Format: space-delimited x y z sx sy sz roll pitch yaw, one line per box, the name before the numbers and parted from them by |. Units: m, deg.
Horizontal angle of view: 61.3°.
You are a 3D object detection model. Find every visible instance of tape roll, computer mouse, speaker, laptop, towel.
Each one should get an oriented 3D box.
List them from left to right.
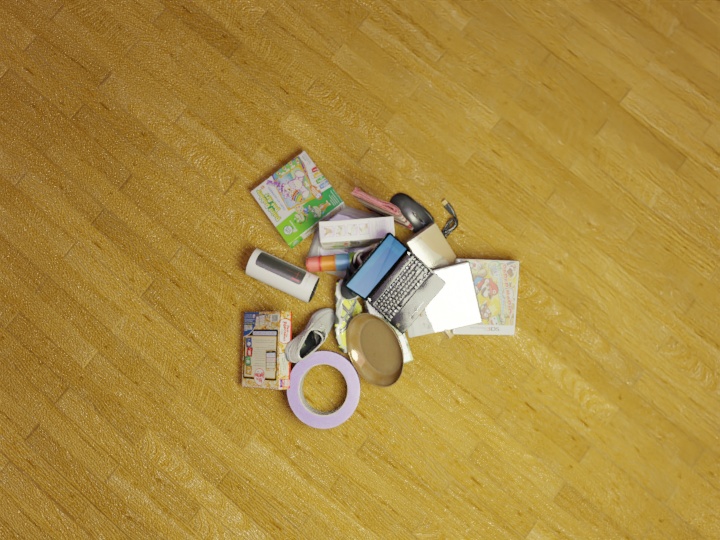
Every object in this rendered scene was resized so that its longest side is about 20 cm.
speaker | -0.214 0.015 1.683 0.197 0.081 0.082 25 84 3
tape roll | -0.097 0.320 1.646 0.195 0.085 0.205 0 83 1
towel | 0.065 -0.161 1.623 0.142 0.200 0.023 28 90 18
laptop | 0.090 0.035 1.532 0.200 0.103 0.178 42 96 2
computer mouse | 0.184 -0.163 1.714 0.140 0.046 0.200 -43 85 -3

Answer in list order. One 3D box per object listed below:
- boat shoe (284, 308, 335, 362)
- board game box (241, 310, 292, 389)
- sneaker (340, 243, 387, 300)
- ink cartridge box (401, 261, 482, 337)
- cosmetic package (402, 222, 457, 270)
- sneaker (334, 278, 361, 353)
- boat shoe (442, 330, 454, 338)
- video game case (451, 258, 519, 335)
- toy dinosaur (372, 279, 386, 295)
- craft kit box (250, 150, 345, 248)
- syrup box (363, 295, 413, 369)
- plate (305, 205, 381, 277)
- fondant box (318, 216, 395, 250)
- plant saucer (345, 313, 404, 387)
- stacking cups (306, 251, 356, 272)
boat shoe | -0.119 0.175 1.629 0.201 0.065 0.074 -51 120 -35
board game box | -0.254 0.213 1.638 0.149 0.046 0.205 -3 82 39
sneaker | 0.000 0.000 1.587 0.200 0.079 0.079 -49 63 25
ink cartridge box | 0.207 0.077 1.600 0.196 0.047 0.164 -13 93 8
cosmetic package | 0.211 -0.019 1.668 0.104 0.071 0.202 -34 95 -4
sneaker | -0.033 0.125 1.671 0.075 0.075 0.205 0 85 1
boat shoe | 0.186 0.114 1.670 0.198 0.074 0.070 35 79 3
video game case | 0.337 0.072 1.643 0.178 0.023 0.205 2 94 -11
toy dinosaur | 0.115 0.066 1.627 0.197 0.058 0.103 25 85 -8
craft kit box | -0.176 -0.200 1.708 0.197 0.049 0.201 -38 74 -1
syrup box | 0.074 0.161 1.661 0.077 0.081 0.204 -17 82 -5
plate | -0.038 -0.082 1.715 0.196 0.032 0.203 17 84 2
fondant box | -0.009 -0.098 1.628 0.195 0.144 0.060 -5 84 -1
plant saucer | 0.045 0.204 1.588 0.035 0.199 0.203 -21 81 -45
stacking cups | -0.049 -0.025 1.662 0.195 0.061 0.062 -3 84 0
